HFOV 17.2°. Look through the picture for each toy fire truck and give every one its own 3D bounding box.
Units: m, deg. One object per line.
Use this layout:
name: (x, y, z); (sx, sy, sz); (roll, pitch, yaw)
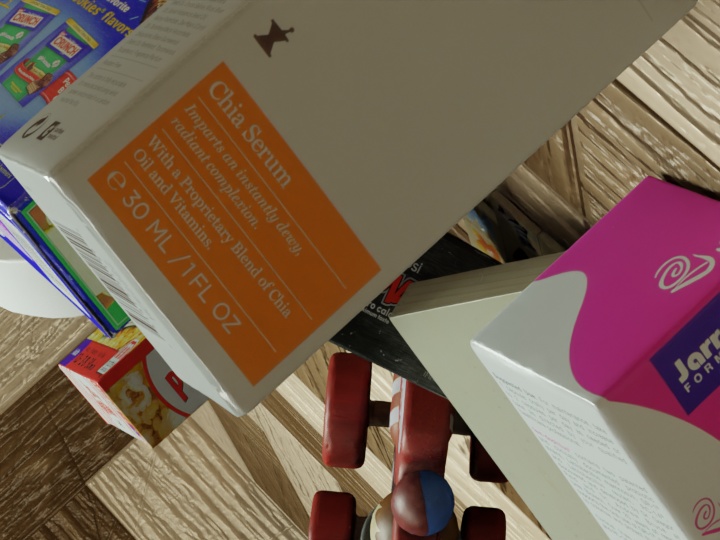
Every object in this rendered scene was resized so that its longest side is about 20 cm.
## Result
toy fire truck: (0.030, 0.106, 1.300); (0.111, 0.202, 0.168); (6, 159, 2)

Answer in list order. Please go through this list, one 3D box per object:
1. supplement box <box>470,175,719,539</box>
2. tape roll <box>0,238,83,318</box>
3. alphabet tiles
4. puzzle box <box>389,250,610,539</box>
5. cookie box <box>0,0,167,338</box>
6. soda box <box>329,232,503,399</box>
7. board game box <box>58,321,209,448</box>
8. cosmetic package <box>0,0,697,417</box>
supplement box: (0.148, 0.076, 0.908); (0.200, 0.101, 0.103); (52, 169, -24)
tape roll: (-0.173, -0.075, 1.414); (0.202, 0.202, 0.071); (42, 168, 31)
alphabet tiles: (0.112, 0.037, 1.181); (0.166, 0.006, 0.200); (43, 169, 26)
puzzle box: (0.117, 0.076, 1.076); (0.132, 0.025, 0.200); (-12, 124, 42)
cookie box: (-0.077, -0.092, 0.950); (0.171, 0.200, 0.075); (36, 166, 53)
soda box: (0.000, 0.000, 1.109); (0.199, 0.071, 0.063); (28, -178, -35)
board game box: (-0.058, 0.003, 1.224); (0.046, 0.200, 0.151); (50, 169, -10)
cosmetic package: (-0.003, -0.061, 0.750); (0.102, 0.200, 0.071); (51, 169, -21)
